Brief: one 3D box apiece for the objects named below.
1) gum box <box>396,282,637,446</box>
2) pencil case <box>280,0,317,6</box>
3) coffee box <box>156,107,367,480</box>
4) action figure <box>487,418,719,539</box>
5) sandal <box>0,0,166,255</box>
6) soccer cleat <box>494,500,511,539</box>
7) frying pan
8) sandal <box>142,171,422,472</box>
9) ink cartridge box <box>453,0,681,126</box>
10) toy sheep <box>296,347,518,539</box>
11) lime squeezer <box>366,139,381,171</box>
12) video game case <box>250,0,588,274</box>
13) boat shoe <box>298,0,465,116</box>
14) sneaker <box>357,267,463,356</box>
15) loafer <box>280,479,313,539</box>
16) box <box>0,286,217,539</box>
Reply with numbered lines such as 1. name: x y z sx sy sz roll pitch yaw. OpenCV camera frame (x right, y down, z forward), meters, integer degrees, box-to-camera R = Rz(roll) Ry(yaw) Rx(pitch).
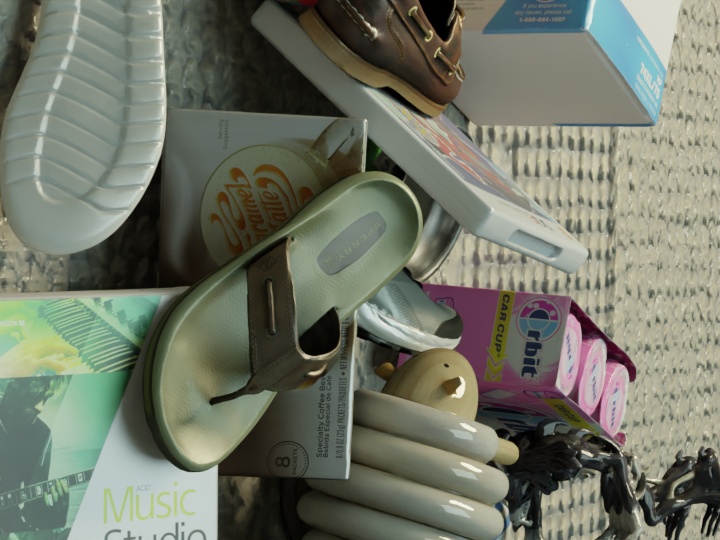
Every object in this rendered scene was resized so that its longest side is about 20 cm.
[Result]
1. gum box: 0.114 0.070 1.603 0.200 0.113 0.066 40 58 -64
2. pencil case: -0.009 -0.203 1.407 0.200 0.088 0.088 0 92 -62
3. coffee box: -0.059 0.014 1.283 0.080 0.114 0.200 178 -84 -85
4. action figure: 0.158 0.156 1.570 0.200 0.119 0.102 10 83 -29
5. sandal: -0.141 -0.102 1.201 0.050 0.082 0.203 144 -43 -70
6. soccer cleat: 0.055 0.174 1.562 0.200 0.070 0.086 35 54 -59
7. frying pan: 0.026 -0.012 1.539 0.190 0.031 0.115 -62 153 -13
8. sandal: -0.037 0.021 1.198 0.201 0.057 0.080 -47 118 -19
9. ink cartridge box: 0.136 -0.221 1.605 0.146 0.147 0.200 43 56 -54
10. toy sheep: 0.025 0.142 1.373 0.138 0.138 0.200 28 74 -59
11. lime squeezer: -0.006 -0.037 1.473 0.071 0.038 0.200 58 43 -47
12. video game case: 0.040 -0.080 1.403 0.023 0.200 0.182 -50 158 10
13. boat shoe: 0.031 -0.142 1.374 0.070 0.070 0.200 -45 167 10
14. sneaker: 0.000 0.000 1.401 0.200 0.074 0.079 27 84 -45
15. loafer: 0.006 0.177 1.476 0.073 0.071 0.200 -51 135 -47
16. box: -0.141 0.109 1.185 0.144 0.036 0.200 -2 93 -37
